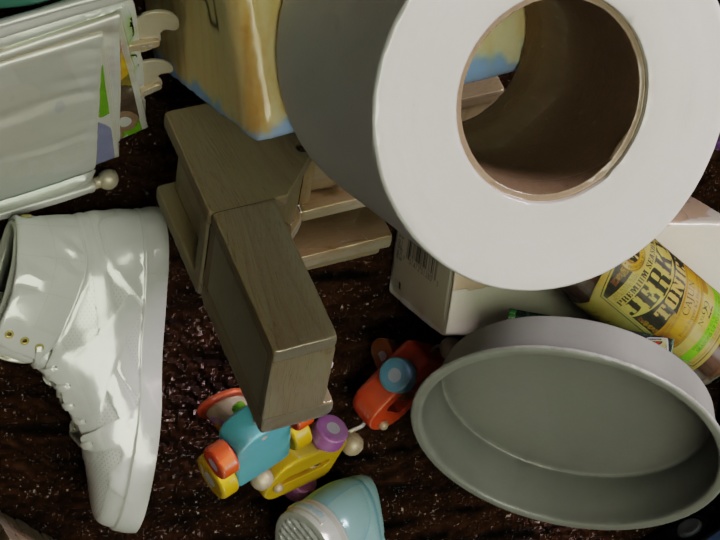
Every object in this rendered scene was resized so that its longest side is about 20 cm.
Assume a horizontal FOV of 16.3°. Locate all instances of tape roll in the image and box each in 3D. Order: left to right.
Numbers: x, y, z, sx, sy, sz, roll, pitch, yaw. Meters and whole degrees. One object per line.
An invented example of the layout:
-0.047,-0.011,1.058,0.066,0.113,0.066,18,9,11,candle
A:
0.071,-0.106,1.304,0.201,0.139,0.204,-8,110,-21,tape roll

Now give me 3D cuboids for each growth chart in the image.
-0.177,-0.091,1.434,0.144,0.018,0.201,-15,149,-23,growth chart

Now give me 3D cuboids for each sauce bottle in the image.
0.152,-0.001,1.536,0.200,0.065,0.065,36,92,-29,sauce bottle

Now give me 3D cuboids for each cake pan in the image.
0.131,0.093,1.551,0.200,0.200,0.037,37,50,-29,cake pan

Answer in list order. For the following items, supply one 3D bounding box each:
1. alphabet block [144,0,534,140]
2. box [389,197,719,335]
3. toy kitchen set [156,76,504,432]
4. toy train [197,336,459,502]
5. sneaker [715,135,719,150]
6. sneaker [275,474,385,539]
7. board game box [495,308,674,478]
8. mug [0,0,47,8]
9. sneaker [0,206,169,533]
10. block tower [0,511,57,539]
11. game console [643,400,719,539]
-0.020,-0.212,1.417,0.194,0.196,0.201,-17,114,-19,alphabet block
0.129,-0.008,1.613,0.199,0.095,0.078,0,108,-25,box
0.000,0.000,1.476,0.199,0.181,0.164,-14,147,-18,toy kitchen set
-0.028,0.079,1.572,0.150,0.056,0.200,-47,158,18,toy train
0.231,-0.108,1.645,0.083,0.081,0.200,-40,113,13,sneaker
-0.001,0.224,1.652,0.082,0.074,0.201,-32,133,-36,sneaker
0.139,0.097,1.607,0.104,0.024,0.201,8,145,6,board game box
-0.193,-0.205,1.353,0.114,0.186,0.152,-5,151,-30,mug
-0.180,0.061,1.519,0.115,0.074,0.202,-1,99,-21,sneaker
-0.191,0.202,1.569,0.200,0.054,0.058,34,93,-30,block tower
0.246,0.168,1.664,0.172,0.200,0.119,-32,117,-10,game console
